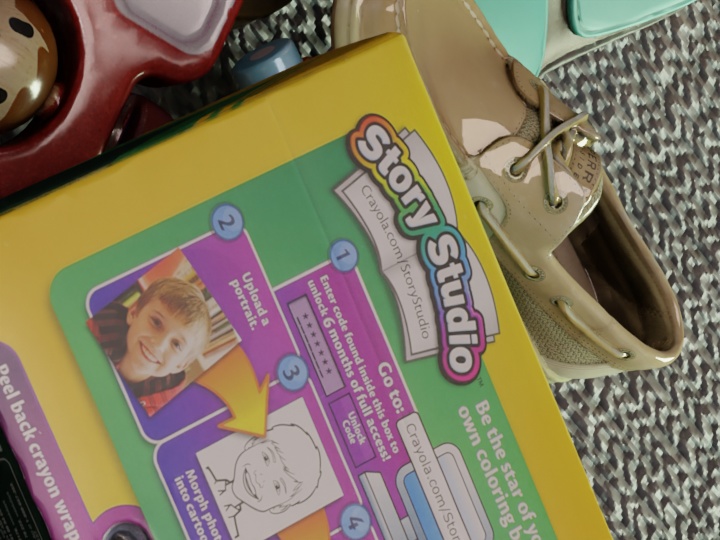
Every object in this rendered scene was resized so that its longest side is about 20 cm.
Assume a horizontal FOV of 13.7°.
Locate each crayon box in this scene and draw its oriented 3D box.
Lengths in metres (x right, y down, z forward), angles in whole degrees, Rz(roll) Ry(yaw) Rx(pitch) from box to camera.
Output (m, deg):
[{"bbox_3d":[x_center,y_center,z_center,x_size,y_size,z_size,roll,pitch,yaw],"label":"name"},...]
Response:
[{"bbox_3d":[-0.027,0.054,0.880,0.172,0.058,0.200,-27,98,-32],"label":"crayon box"}]

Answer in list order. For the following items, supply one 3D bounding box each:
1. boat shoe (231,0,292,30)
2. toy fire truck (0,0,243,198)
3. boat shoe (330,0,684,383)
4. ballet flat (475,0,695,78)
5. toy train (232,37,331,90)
[{"bbox_3d":[-0.039,-0.179,1.046,0.073,0.063,0.201,10,78,-21],"label":"boat shoe"},{"bbox_3d":[-0.109,-0.105,0.936,0.168,0.112,0.200,29,75,-26],"label":"toy fire truck"},{"bbox_3d":[0.053,-0.036,1.010,0.200,0.065,0.072,60,42,-38],"label":"boat shoe"},{"bbox_3d":[0.055,-0.102,1.107,0.200,0.068,0.068,-21,122,-43],"label":"ballet flat"},{"bbox_3d":[0.000,0.000,1.044,0.200,0.056,0.150,61,16,-23],"label":"toy train"}]
